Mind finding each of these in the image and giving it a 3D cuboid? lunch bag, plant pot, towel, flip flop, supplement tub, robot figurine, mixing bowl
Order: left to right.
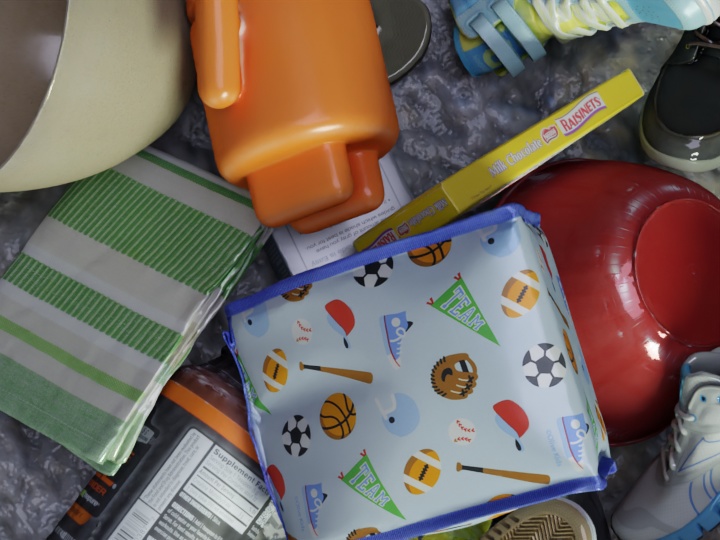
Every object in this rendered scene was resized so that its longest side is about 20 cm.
[{"bbox_3d":[-0.182,-0.140,0.946,0.134,0.200,0.201,10,79,-43],"label":"plant pot"},{"bbox_3d":[-0.158,0.014,0.959,0.152,0.023,0.200,25,74,26],"label":"towel"},{"bbox_3d":[-0.106,0.135,0.948,0.107,0.107,0.200,37,78,-3],"label":"supplement tub"},{"bbox_3d":[-0.049,-0.168,1.021,0.200,0.058,0.081,8,81,-8],"label":"flip flop"},{"bbox_3d":[-0.043,-0.126,0.919,0.144,0.117,0.200,-7,76,-24],"label":"robot figurine"},{"bbox_3d":[0.030,0.069,0.880,0.200,0.124,0.170,-19,82,13],"label":"lunch bag"},{"bbox_3d":[0.185,0.011,0.984,0.200,0.108,0.201,6,77,-25],"label":"mixing bowl"}]

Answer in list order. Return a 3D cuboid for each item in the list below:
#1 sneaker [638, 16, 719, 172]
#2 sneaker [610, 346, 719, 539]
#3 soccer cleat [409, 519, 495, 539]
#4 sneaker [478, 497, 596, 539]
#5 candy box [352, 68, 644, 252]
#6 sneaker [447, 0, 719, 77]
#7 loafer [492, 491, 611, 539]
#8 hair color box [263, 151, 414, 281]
[{"bbox_3d":[0.241,-0.160,1.010,0.075,0.106,0.200,18,50,18],"label":"sneaker"},{"bbox_3d":[0.217,0.094,0.930,0.087,0.075,0.200,35,116,-17],"label":"sneaker"},{"bbox_3d":[0.043,0.203,0.974,0.065,0.084,0.200,31,78,-4],"label":"soccer cleat"},{"bbox_3d":[0.099,0.217,0.948,0.070,0.108,0.200,35,111,23],"label":"sneaker"},{"bbox_3d":[0.092,-0.067,0.970,0.200,0.102,0.026,-33,88,-38],"label":"candy box"},{"bbox_3d":[0.139,-0.170,1.007,0.131,0.200,0.080,-49,130,-5],"label":"sneaker"},{"bbox_3d":[0.117,0.138,0.978,0.072,0.073,0.200,-46,127,-49],"label":"loafer"},{"bbox_3d":[0.000,0.000,1.006,0.099,0.061,0.200,-25,87,-12],"label":"hair color box"}]
